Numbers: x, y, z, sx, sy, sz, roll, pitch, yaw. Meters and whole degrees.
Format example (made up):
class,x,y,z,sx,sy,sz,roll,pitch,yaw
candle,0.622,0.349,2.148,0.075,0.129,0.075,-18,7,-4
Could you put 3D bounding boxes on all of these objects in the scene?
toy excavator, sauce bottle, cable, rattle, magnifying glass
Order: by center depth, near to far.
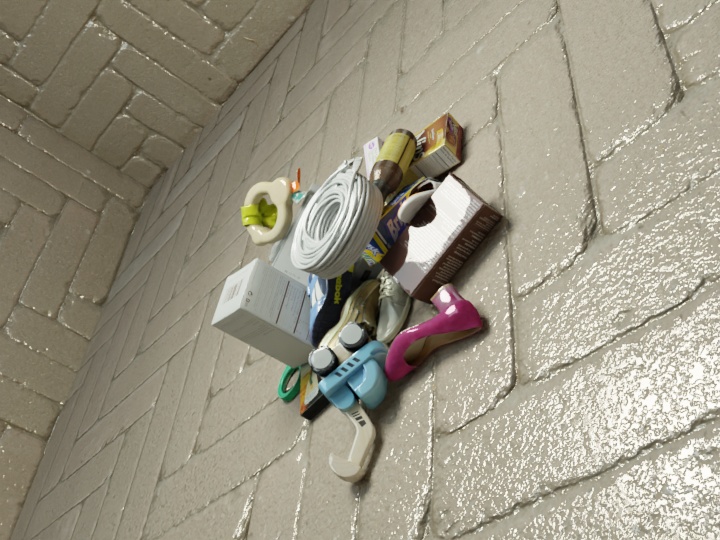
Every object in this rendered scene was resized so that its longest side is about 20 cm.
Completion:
class,x,y,z,sx,sy,sz,roll,pitch,yaw
toy excavator,-0.008,0.215,1.383,0.194,0.100,0.200,-39,59,-7
cable,-0.044,-0.081,1.496,0.200,0.069,0.200,-35,38,40
sauce bottle,0.053,-0.190,1.600,0.065,0.065,0.200,-33,22,43
rattle,-0.136,-0.132,1.701,0.200,0.143,0.130,-42,51,32
magnifying glass,-0.131,0.180,1.759,0.080,0.022,0.200,-32,33,44

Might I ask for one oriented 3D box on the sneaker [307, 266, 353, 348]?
class,x,y,z,sx,sy,sz,roll,pitch,yaw
sneaker,-0.062,0.048,1.597,0.082,0.074,0.201,6,85,60

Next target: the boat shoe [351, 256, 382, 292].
class,x,y,z,sx,sy,sz,roll,pitch,yaw
boat shoe,0.000,0.000,1.638,0.200,0.068,0.057,-52,30,45

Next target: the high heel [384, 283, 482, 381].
class,x,y,z,sx,sy,sz,roll,pitch,yaw
high heel,0.114,0.123,1.337,0.200,0.067,0.096,-51,47,19

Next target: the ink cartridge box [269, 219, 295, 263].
class,x,y,z,sx,sy,sz,roll,pitch,yaw
ink cartridge box,-0.076,-0.065,1.792,0.200,0.147,0.086,-48,14,18

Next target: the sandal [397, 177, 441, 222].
class,x,y,z,sx,sy,sz,roll,pitch,yaw
sandal,0.112,-0.131,1.495,0.079,0.059,0.207,-53,-20,22

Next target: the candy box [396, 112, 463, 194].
class,x,y,z,sx,sy,sz,roll,pitch,yaw
candy box,0.112,-0.222,1.708,0.200,0.056,0.117,-29,31,31

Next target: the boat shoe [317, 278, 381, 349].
class,x,y,z,sx,sy,sz,roll,pitch,yaw
boat shoe,0.003,0.100,1.547,0.076,0.072,0.200,5,53,40

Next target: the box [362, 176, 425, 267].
class,x,y,z,sx,sy,sz,roll,pitch,yaw
box,0.069,-0.091,1.556,0.064,0.070,0.200,-27,13,46

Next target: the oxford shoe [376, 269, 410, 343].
class,x,y,z,sx,sy,sz,roll,pitch,yaw
oxford shoe,0.059,0.039,1.528,0.075,0.058,0.200,-21,44,51

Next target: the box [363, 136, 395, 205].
class,x,y,z,sx,sy,sz,roll,pitch,yaw
box,0.041,-0.168,1.659,0.041,0.039,0.201,-26,55,32

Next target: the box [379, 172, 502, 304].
class,x,y,z,sx,sy,sz,roll,pitch,yaw
box,0.136,-0.052,1.435,0.200,0.075,0.100,-50,53,11

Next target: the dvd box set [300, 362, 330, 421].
class,x,y,z,sx,sy,sz,roll,pitch,yaw
dvd box set,-0.063,0.172,1.628,0.146,0.029,0.200,-44,27,27

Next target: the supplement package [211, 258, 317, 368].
class,x,y,z,sx,sy,sz,roll,pitch,yaw
supplement package,-0.163,0.086,1.633,0.117,0.200,0.118,-29,38,46

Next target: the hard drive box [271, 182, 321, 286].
class,x,y,z,sx,sy,sz,roll,pitch,yaw
hard drive box,-0.075,-0.049,1.709,0.200,0.156,0.077,-61,7,20
